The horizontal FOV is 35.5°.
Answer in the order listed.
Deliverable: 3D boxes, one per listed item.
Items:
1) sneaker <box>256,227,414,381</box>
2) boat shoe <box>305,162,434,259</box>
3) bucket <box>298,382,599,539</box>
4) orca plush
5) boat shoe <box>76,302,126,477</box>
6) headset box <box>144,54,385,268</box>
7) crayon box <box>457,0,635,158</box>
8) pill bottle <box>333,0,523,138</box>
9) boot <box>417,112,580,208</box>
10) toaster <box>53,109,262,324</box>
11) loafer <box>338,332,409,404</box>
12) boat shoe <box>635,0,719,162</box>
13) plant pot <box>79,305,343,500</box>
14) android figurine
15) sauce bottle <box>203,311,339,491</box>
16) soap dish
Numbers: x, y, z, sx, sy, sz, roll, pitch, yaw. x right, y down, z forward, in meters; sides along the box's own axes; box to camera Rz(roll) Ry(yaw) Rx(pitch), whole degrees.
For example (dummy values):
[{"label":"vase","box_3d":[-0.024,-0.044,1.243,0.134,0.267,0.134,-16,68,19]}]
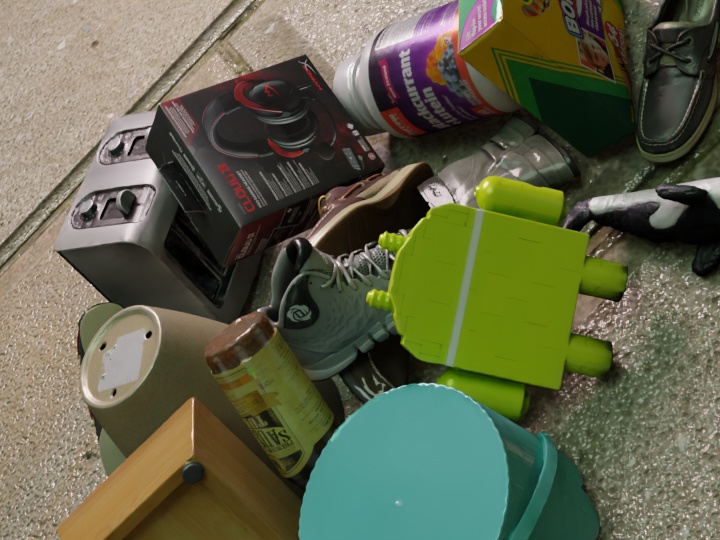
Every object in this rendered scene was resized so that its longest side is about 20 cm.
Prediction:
[{"label":"sneaker","box_3d":[0.000,0.000,0.911,0.199,0.116,0.075,-39,38,7]},{"label":"boat shoe","box_3d":[-0.005,-0.043,1.030,0.071,0.073,0.200,5,33,35]},{"label":"bucket","box_3d":[0.062,0.191,0.818,0.205,0.134,0.210,-21,51,28]},{"label":"orca plush","box_3d":[0.248,-0.030,0.869,0.197,0.105,0.073,-6,89,33]},{"label":"boat shoe","box_3d":[-0.229,0.132,1.103,0.072,0.205,0.063,-15,1,-16]},{"label":"headset box","box_3d":[-0.099,-0.105,1.079,0.150,0.198,0.075,55,145,15]},{"label":"crayon box","box_3d":[0.162,-0.227,0.985,0.058,0.171,0.203,-30,42,37]},{"label":"pill bottle","box_3d":[0.069,-0.190,1.085,0.198,0.111,0.113,-10,55,45]},{"label":"boot","box_3d":[0.139,-0.055,0.980,0.130,0.068,0.201,-36,46,6]},{"label":"toaster","box_3d":[-0.194,-0.038,1.156,0.117,0.201,0.183,-8,48,31]},{"label":"loafer","box_3d":[0.012,0.052,0.998,0.071,0.073,0.202,-37,45,13]},{"label":"boat shoe","box_3d":[0.271,-0.190,0.962,0.072,0.065,0.203,2,64,37]},{"label":"plant pot","box_3d":[-0.143,0.118,0.988,0.185,0.200,0.190,-20,50,26]},{"label":"android figurine","box_3d":[0.105,0.020,0.879,0.196,0.041,0.186,10,88,0]},{"label":"sauce bottle","box_3d":[-0.050,0.130,0.909,0.065,0.202,0.066,-31,13,8]},{"label":"soap dish","box_3d":[-0.119,0.226,0.895,0.157,0.200,0.081,-42,17,5]}]
